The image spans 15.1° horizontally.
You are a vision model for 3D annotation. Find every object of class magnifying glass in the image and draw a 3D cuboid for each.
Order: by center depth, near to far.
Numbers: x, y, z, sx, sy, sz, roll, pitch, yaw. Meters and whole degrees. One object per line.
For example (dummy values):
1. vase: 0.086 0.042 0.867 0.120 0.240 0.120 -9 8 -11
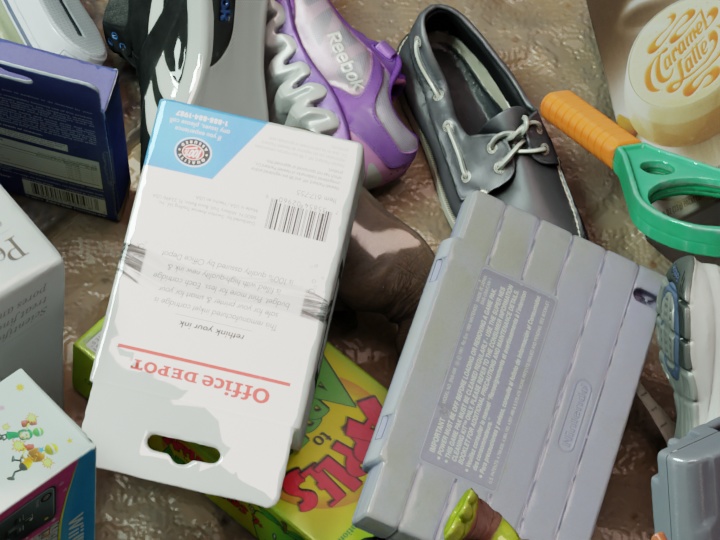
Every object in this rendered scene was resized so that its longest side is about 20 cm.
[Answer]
1. magnifying glass: 0.163 -0.057 1.530 0.079 0.023 0.200 -10 28 -26

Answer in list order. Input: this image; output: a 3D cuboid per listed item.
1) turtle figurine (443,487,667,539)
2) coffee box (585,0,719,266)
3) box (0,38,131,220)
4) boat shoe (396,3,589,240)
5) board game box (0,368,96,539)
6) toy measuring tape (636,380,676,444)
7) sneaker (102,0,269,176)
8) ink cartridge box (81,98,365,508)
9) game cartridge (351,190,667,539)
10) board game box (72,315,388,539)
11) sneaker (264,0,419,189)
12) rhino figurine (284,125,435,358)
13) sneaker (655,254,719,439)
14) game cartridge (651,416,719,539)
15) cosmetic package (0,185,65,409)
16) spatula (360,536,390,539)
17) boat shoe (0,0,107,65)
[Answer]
1. turtle figurine: 0.111 0.175 1.386 0.161 0.201 0.064 29 25 0
2. coffee box: 0.211 -0.111 1.612 0.114 0.080 0.201 -27 54 23
3. box: -0.191 -0.089 1.505 0.120 0.200 0.033 15 72 3
4. boat shoe: 0.078 -0.073 1.611 0.072 0.063 0.201 -19 61 -19
5. board game box: -0.228 0.160 1.368 0.200 0.148 0.064 -37 66 -26
6. toy measuring tape: 0.123 0.062 1.537 0.073 0.074 0.201 -27 81 -23
7. sneaker: -0.109 -0.104 1.611 0.073 0.112 0.202 12 84 -37
8. ink cartridge box: -0.074 0.023 1.448 0.115 0.068 0.201 13 77 3
9. game cartridge: 0.081 0.069 1.463 0.129 0.038 0.201 23 67 -6
10. board game box: -0.053 0.081 1.502 0.200 0.048 0.102 38 60 17
11. sneaker: -0.021 -0.125 1.630 0.088 0.081 0.201 -9 63 -20
12. rhino figurine: 0.000 0.000 1.529 0.200 0.088 0.060 44 32 5
13. sneaker: 0.209 0.092 1.465 0.086 0.075 0.202 -2 98 -9
14. game cartridge: 0.240 0.124 1.440 0.199 0.134 0.040 -21 29 -31
15. cosmetic package: -0.278 0.011 1.449 0.164 0.165 0.200 -34 67 -24
16. spatula: 0.089 0.167 1.461 0.199 0.021 0.057 14 54 -20
17. boat shoe: -0.217 -0.174 1.640 0.062 0.072 0.201 -44 48 18
